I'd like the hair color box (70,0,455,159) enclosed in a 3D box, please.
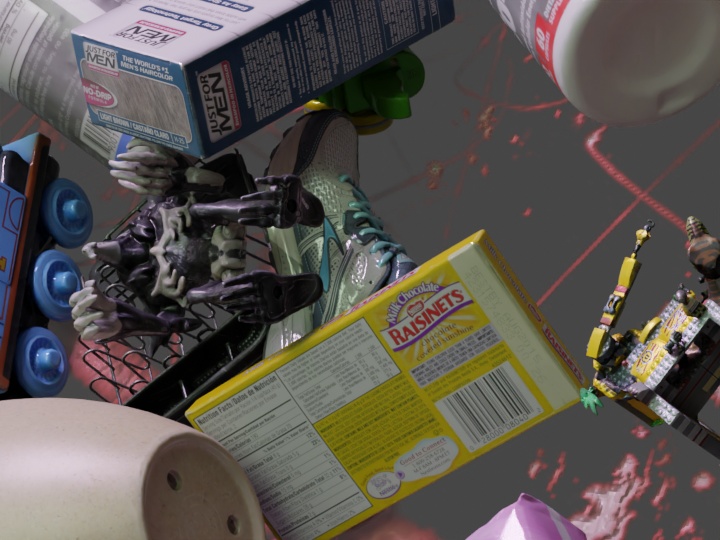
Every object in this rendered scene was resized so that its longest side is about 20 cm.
[{"bbox_3d":[-0.052,-0.137,1.555,0.200,0.061,0.100,-31,33,-34],"label":"hair color box"}]

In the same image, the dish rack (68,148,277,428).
[{"bbox_3d":[-0.111,0.019,1.651,0.153,0.055,0.200,-37,44,19],"label":"dish rack"}]

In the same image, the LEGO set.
[{"bbox_3d":[0.179,0.005,1.331,0.200,0.116,0.154,-47,42,10],"label":"LEGO set"}]

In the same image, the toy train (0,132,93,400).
[{"bbox_3d":[-0.234,0.002,1.733,0.087,0.114,0.200,-16,55,36],"label":"toy train"}]

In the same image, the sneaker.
[{"bbox_3d":[0.000,0.000,1.551,0.086,0.078,0.200,-15,64,30],"label":"sneaker"}]

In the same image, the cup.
[{"bbox_3d":[-0.136,0.151,1.476,0.143,0.200,0.201,-20,52,35],"label":"cup"}]

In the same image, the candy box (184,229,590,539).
[{"bbox_3d":[0.013,0.068,1.471,0.200,0.102,0.026,-31,8,26],"label":"candy box"}]

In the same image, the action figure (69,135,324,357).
[{"bbox_3d":[-0.105,-0.014,1.532,0.200,0.102,0.119,-3,77,55],"label":"action figure"}]

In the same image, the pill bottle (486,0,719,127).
[{"bbox_3d":[0.118,-0.175,1.510,0.114,0.114,0.200,-46,42,11],"label":"pill bottle"}]

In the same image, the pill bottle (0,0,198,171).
[{"bbox_3d":[-0.173,-0.147,1.673,0.200,0.114,0.114,37,93,12],"label":"pill bottle"}]

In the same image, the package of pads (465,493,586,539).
[{"bbox_3d":[0.080,0.218,1.323,0.120,0.076,0.200,-43,43,19],"label":"package of pads"}]

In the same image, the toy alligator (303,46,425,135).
[{"bbox_3d":[-0.018,-0.128,1.661,0.054,0.059,0.200,-25,30,-29],"label":"toy alligator"}]
